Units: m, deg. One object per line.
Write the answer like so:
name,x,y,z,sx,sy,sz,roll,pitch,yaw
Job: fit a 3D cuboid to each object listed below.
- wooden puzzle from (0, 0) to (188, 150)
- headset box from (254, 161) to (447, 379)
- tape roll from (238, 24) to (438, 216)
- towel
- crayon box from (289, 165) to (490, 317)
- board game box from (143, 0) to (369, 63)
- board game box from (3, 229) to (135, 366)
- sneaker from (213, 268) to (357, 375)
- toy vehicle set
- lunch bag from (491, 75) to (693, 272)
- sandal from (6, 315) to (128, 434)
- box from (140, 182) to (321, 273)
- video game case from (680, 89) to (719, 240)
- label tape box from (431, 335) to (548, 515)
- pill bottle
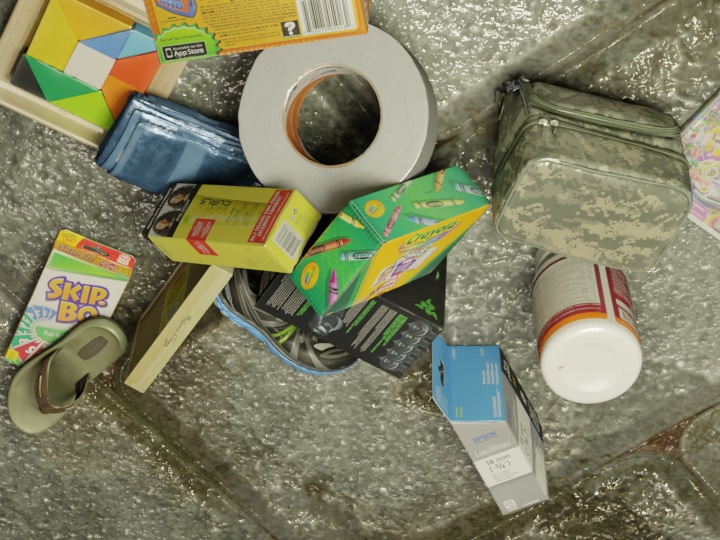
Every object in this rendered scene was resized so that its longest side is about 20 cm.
wooden puzzle,-0.284,-0.225,1.651,0.185,0.037,0.200,25,122,-15
headset box,0.000,0.000,1.714,0.200,0.174,0.093,28,126,-16
tape roll,-0.023,-0.156,1.612,0.200,0.066,0.201,0,89,11
towel,-0.179,-0.116,1.698,0.200,0.049,0.112,19,129,-23
crayon box,0.032,-0.032,1.594,0.058,0.200,0.119,50,127,15
board game box,-0.104,-0.339,1.467,0.199,0.200,0.200,-7,125,7
board game box,-0.343,0.046,1.850,0.095,0.030,0.200,22,120,-14
sneaker,-0.079,0.053,1.818,0.199,0.071,0.083,35,125,-17
toy vehicle set,-0.201,0.032,1.774,0.026,0.124,0.200,29,121,-17
lunch bag,0.236,-0.113,1.637,0.199,0.168,0.140,12,135,-8
sandal,-0.355,0.128,1.857,0.080,0.057,0.201,35,120,-21
box,-0.136,-0.045,1.617,0.200,0.075,0.050,8,151,44
video game case,0.419,-0.132,1.709,0.143,0.018,0.200,33,119,-19
label tape box,0.153,0.166,1.846,0.063,0.144,0.200,-21,122,16
pill bottle,0.244,0.044,1.725,0.109,0.200,0.110,1,125,1
